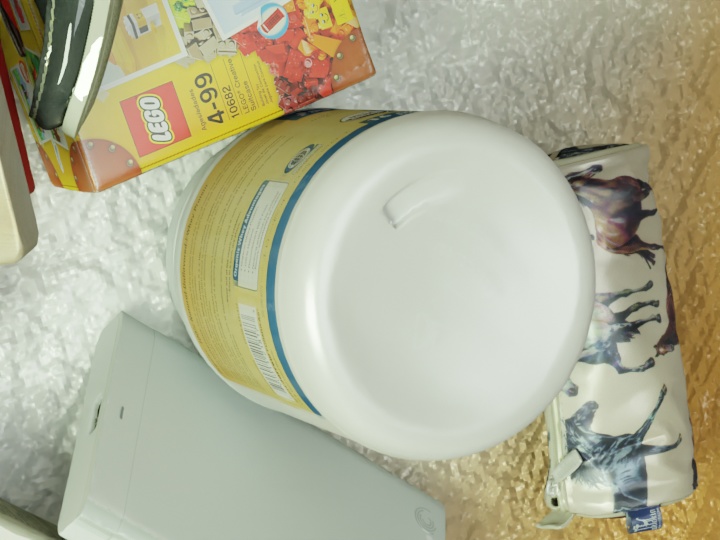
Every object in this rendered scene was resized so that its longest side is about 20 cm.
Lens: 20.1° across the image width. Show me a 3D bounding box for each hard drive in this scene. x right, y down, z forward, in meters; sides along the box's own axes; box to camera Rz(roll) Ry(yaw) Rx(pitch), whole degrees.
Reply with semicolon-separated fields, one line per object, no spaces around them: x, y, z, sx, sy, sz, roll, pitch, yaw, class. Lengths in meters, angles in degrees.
-0.044;0.116;0.951;0.199;0.132;0.026;33;125;-22;hard drive

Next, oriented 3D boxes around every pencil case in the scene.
0.119;0.030;1.031;0.089;0.078;0.202;-18;103;-41;pencil case

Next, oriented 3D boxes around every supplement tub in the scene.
0.000;0.000;0.911;0.144;0.200;0.146;-2;96;-24;supplement tub

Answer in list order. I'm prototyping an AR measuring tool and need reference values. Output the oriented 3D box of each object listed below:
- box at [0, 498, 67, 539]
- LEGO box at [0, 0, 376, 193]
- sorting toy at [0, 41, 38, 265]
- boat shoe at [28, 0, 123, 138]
-0.148;0.156;0.918;0.199;0.095;0.078;30;84;-21;box
-0.100;-0.157;0.921;0.148;0.077;0.201;-25;104;-20;LEGO box
-0.235;-0.097;0.828;0.199;0.070;0.200;-6;106;18;sorting toy
-0.124;-0.156;0.838;0.067;0.072;0.202;5;93;-6;boat shoe
